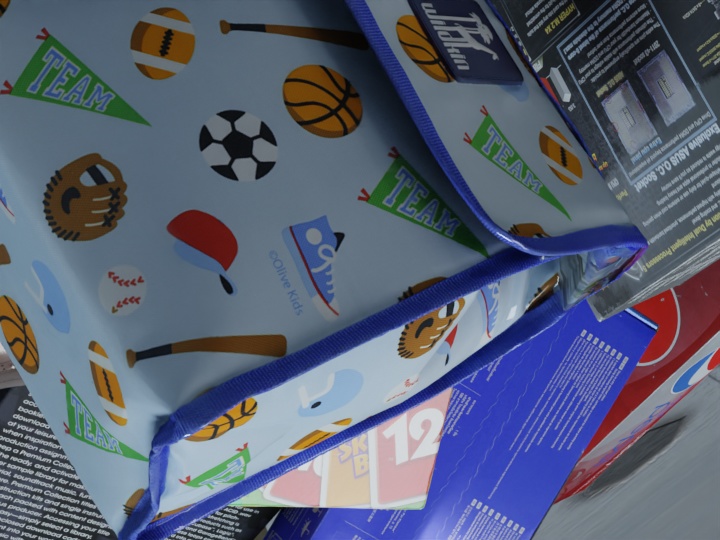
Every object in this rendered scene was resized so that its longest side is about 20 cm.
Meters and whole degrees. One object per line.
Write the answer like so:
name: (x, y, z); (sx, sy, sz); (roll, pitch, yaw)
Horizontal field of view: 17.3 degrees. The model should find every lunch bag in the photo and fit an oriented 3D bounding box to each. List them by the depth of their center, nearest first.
lunch bag: (-0.024, -0.036, 0.763); (0.199, 0.171, 0.124); (-23, 162, -27)

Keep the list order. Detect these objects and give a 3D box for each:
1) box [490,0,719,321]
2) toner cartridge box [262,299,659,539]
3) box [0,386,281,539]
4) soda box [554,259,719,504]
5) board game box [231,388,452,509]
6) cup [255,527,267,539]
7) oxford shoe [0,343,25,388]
box: (0.110, -0.091, 0.812); (0.049, 0.159, 0.200); (-22, 170, -31)
toner cartridge box: (0.036, 0.083, 1.019); (0.095, 0.043, 0.201); (32, 90, -25)
box: (-0.098, 0.077, 0.996); (0.142, 0.036, 0.200); (19, 130, -27)
soda box: (0.124, 0.033, 1.095); (0.063, 0.070, 0.200); (-19, 158, -48)
board game box: (0.000, 0.000, 0.921); (0.095, 0.030, 0.202); (3, 111, -22)
cup: (-0.110, 0.221, 1.249); (0.199, 0.144, 0.201); (-30, 160, -12)
oxford shoe: (-0.063, 0.002, 0.856); (0.198, 0.071, 0.073); (-6, 127, -11)
